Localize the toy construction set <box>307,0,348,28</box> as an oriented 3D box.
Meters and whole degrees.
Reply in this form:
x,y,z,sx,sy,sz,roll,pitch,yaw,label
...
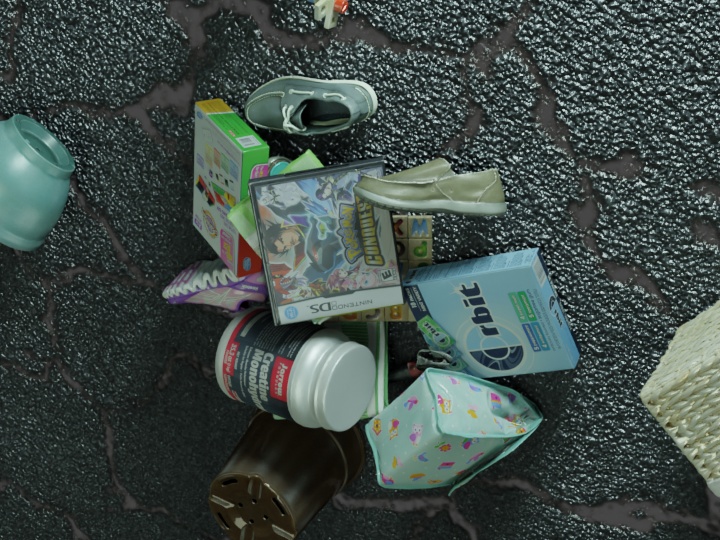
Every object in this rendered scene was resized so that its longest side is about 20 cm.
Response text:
x,y,z,sx,sy,sz,roll,pitch,yaw,label
-0.104,-0.378,1.471,0.199,0.092,0.132,21,102,7,toy construction set

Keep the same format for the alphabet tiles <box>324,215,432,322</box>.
x,y,z,sx,sy,sz,roll,pitch,yaw,label
0.000,0.000,1.647,0.198,0.008,0.168,-1,121,1,alphabet tiles

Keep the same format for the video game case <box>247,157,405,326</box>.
x,y,z,sx,sy,sz,roll,pitch,yaw,label
-0.043,-0.036,1.574,0.179,0.026,0.201,-9,108,0,video game case

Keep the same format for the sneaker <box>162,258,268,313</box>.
x,y,z,sx,sy,sz,roll,pitch,yaw,label
-0.209,0.029,1.790,0.199,0.081,0.089,-15,118,34,sneaker

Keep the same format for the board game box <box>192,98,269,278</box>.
x,y,z,sx,sy,sz,roll,pitch,yaw,label
-0.184,-0.115,1.659,0.153,0.040,0.201,46,140,43,board game box

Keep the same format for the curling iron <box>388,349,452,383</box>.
x,y,z,sx,sy,sz,roll,pitch,yaw,label
0.071,0.138,1.692,0.049,0.026,0.200,16,163,-19,curling iron

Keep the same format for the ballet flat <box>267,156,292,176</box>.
x,y,z,sx,sy,sz,roll,pitch,yaw,label
-0.069,-0.079,1.658,0.200,0.067,0.064,49,162,-19,ballet flat

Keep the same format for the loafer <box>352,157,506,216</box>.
x,y,z,sx,sy,sz,roll,pitch,yaw,label
0.089,-0.108,1.520,0.198,0.075,0.070,4,91,-8,loafer

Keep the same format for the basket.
x,y,z,sx,sy,sz,roll,pitch,yaw,label
0.464,0.123,1.401,0.161,0.198,0.200,47,130,0,basket

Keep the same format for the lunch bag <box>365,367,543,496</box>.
x,y,z,sx,sy,sz,roll,pitch,yaw,label
0.135,0.230,1.668,0.199,0.123,0.170,12,140,-33,lunch bag

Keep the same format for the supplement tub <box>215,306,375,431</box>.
x,y,z,sx,sy,sz,roll,pitch,yaw,label
-0.093,0.140,1.691,0.199,0.140,0.141,15,125,33,supplement tub

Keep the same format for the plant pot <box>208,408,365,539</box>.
x,y,z,sx,sy,sz,roll,pitch,yaw,label
-0.120,0.313,1.833,0.199,0.198,0.201,13,124,20,plant pot

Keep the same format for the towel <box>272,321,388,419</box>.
x,y,z,sx,sy,sz,roll,pitch,yaw,label
-0.047,0.143,1.756,0.199,0.023,0.154,-4,84,31,towel

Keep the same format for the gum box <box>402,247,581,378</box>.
x,y,z,sx,sy,sz,roll,pitch,yaw,label
0.174,0.064,1.608,0.199,0.045,0.171,-9,121,33,gum box

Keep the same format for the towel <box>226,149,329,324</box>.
x,y,z,sx,sy,sz,roll,pitch,yaw,label
-0.062,-0.044,1.600,0.149,0.031,0.200,-37,106,8,towel

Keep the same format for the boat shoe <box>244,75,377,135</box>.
x,y,z,sx,sy,sz,roll,pitch,yaw,label
-0.077,-0.213,1.575,0.199,0.062,0.073,1,119,28,boat shoe

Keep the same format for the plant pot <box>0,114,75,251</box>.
x,y,z,sx,sy,sz,roll,pitch,yaw,label
-0.515,-0.147,1.792,0.134,0.200,0.200,-43,94,12,plant pot
